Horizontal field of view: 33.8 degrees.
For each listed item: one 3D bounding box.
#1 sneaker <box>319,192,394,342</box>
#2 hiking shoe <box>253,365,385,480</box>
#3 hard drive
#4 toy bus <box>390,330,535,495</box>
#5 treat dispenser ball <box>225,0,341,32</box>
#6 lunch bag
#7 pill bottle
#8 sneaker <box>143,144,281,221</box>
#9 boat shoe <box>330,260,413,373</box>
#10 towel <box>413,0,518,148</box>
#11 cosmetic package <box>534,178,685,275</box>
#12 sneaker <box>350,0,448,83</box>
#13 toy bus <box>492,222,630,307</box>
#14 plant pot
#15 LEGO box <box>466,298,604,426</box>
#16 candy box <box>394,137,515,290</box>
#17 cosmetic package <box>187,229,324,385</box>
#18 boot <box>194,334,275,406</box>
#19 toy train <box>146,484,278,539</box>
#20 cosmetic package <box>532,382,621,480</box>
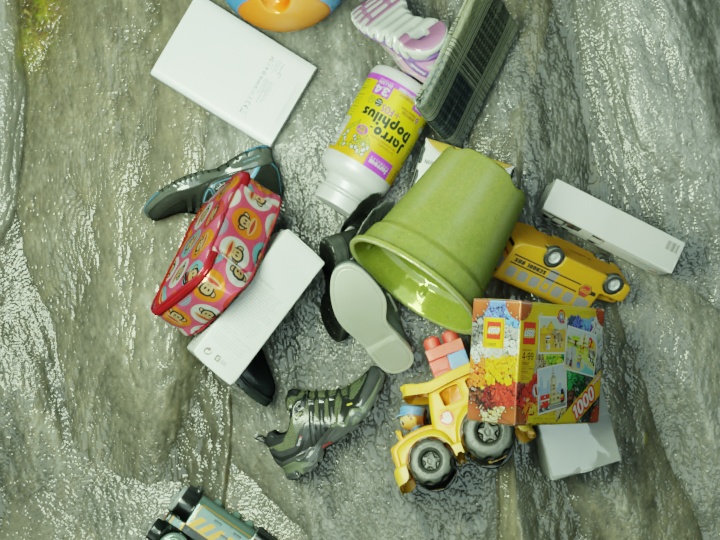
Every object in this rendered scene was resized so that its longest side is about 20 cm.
[{"bbox_3d":[-0.002,-0.001,1.627,0.103,0.060,0.203,-23,128,-29],"label":"sneaker"},{"bbox_3d":[-0.053,0.192,1.631,0.200,0.076,0.101,-44,92,-2],"label":"hiking shoe"},{"bbox_3d":[-0.179,-0.282,1.677,0.198,0.025,0.133,31,87,0],"label":"hard drive"},{"bbox_3d":[0.116,0.190,1.616,0.197,0.136,0.194,-24,75,1],"label":"toy bus"},{"bbox_3d":[-0.104,-0.426,1.598,0.197,0.201,0.205,0,87,-1],"label":"treat dispenser ball"},{"bbox_3d":[-0.193,-0.017,1.545,0.081,0.176,0.202,35,50,-18],"label":"lunch bag"},{"bbox_3d":[0.016,-0.173,1.636,0.103,0.104,0.202,29,87,0],"label":"pill bottle"},{"bbox_3d":[-0.204,-0.103,1.645,0.197,0.073,0.083,-22,97,2],"label":"sneaker"},{"bbox_3d":[0.012,0.054,1.600,0.072,0.062,0.201,-24,126,12],"label":"boat shoe"},{"bbox_3d":[0.142,-0.282,1.605,0.034,0.192,0.202,27,89,24],"label":"towel"},{"bbox_3d":[0.344,-0.058,1.649,0.198,0.083,0.051,27,90,1],"label":"cosmetic package"},{"bbox_3d":[0.058,-0.315,1.630,0.080,0.089,0.200,-36,44,-9],"label":"sneaker"},{"bbox_3d":[0.272,-0.001,1.624,0.198,0.065,0.079,22,114,-24],"label":"toy bus"},{"bbox_3d":[0.115,-0.052,1.542,0.199,0.200,0.185,34,76,1],"label":"plant pot"},{"bbox_3d":[0.224,0.116,1.499,0.076,0.198,0.152,2,87,41],"label":"LEGO box"},{"bbox_3d":[0.124,-0.067,1.655,0.134,0.061,0.203,16,87,0],"label":"candy box"},{"bbox_3d":[-0.138,0.047,1.550,0.074,0.102,0.201,40,81,-10],"label":"cosmetic package"},{"bbox_3d":[-0.142,0.062,1.635,0.168,0.076,0.201,-42,83,1],"label":"boot"},{"bbox_3d":[-0.193,0.383,1.622,0.198,0.085,0.115,33,75,2],"label":"toy train"},{"bbox_3d":[0.280,0.177,1.635,0.105,0.090,0.204,-13,90,-2],"label":"cosmetic package"}]
